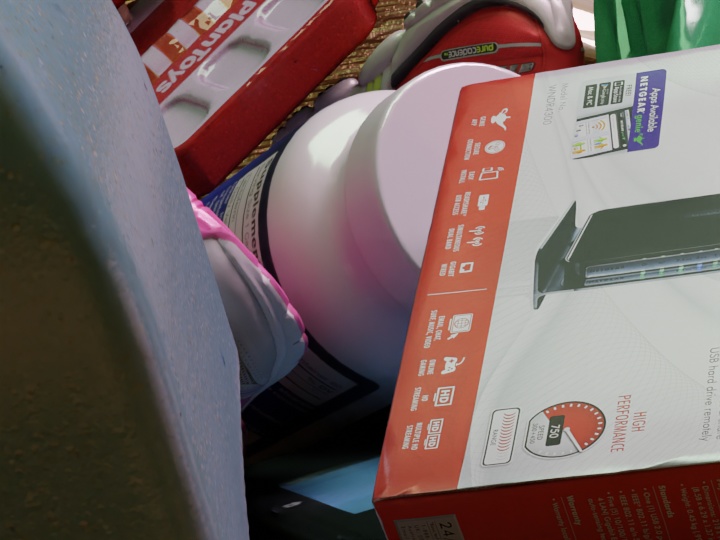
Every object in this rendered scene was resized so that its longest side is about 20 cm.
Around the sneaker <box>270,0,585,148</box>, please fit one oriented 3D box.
[{"bbox_3d":[0.024,-0.043,1.056,0.077,0.085,0.200,-1,-31,-35],"label":"sneaker"}]

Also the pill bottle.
[{"bbox_3d":[0.000,0.000,0.970,0.115,0.116,0.200,-12,-10,-32],"label":"pill bottle"}]

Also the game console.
[{"bbox_3d":[0.052,0.065,0.877,0.176,0.031,0.200,-11,4,-18],"label":"game console"}]

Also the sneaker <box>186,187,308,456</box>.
[{"bbox_3d":[-0.081,0.042,0.902,0.088,0.081,0.200,-37,-20,-29],"label":"sneaker"}]

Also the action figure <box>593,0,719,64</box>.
[{"bbox_3d":[0.120,-0.102,0.954,0.054,0.201,0.118,18,-45,-14],"label":"action figure"}]

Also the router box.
[{"bbox_3d":[0.108,0.007,0.761,0.179,0.049,0.200,-8,37,17],"label":"router box"}]

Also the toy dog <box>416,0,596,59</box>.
[{"bbox_3d":[0.062,-0.032,1.203,0.139,0.195,0.200,6,-31,-18],"label":"toy dog"}]

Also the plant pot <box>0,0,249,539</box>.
[{"bbox_3d":[-0.144,-0.004,0.705,0.195,0.201,0.197,-10,27,0],"label":"plant pot"}]

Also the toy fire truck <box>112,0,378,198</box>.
[{"bbox_3d":[-0.043,-0.117,1.109,0.200,0.112,0.168,-44,33,-14],"label":"toy fire truck"}]
